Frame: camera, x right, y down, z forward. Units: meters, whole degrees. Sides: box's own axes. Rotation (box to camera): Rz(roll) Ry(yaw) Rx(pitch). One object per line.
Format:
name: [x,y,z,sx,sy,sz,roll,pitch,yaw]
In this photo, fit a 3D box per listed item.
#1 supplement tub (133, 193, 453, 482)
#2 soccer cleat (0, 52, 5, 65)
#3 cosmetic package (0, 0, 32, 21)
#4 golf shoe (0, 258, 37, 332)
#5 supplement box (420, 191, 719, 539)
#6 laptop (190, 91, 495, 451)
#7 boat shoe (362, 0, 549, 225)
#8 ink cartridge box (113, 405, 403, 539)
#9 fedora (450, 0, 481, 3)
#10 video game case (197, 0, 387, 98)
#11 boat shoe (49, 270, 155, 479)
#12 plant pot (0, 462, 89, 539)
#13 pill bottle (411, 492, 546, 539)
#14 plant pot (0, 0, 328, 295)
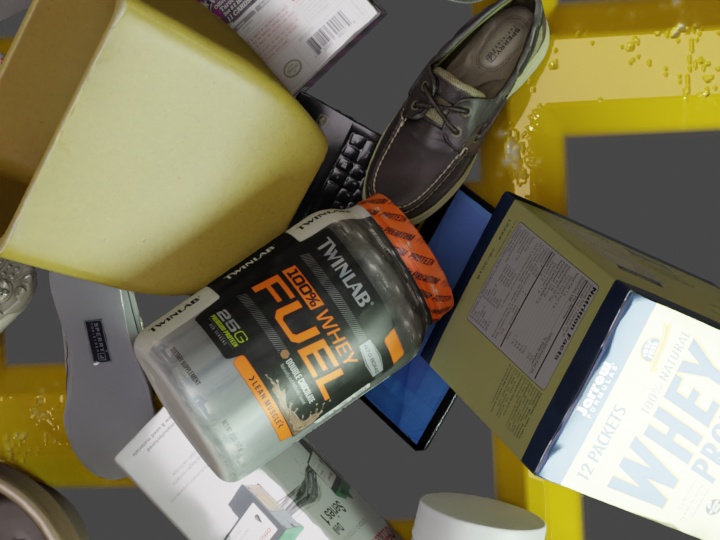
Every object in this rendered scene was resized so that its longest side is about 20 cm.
supplement tub: [-0.043,0.042,1.594,0.199,0.123,0.123,-35,88,-11]
soccer cleat: [-0.257,-0.122,1.763,0.198,0.069,0.078,10,93,13]
cosmetic package: [-0.287,-0.243,1.731,0.199,0.085,0.108,-24,62,11]
golf shoe: [-0.312,0.053,1.783,0.199,0.097,0.079,-31,54,18]
supplement box: [0.183,0.069,1.586,0.199,0.200,0.135,22,101,-27]
laptop: [0.000,0.000,1.700,0.199,0.103,0.178,29,99,-6]
boat shoe: [0.065,-0.121,1.663,0.073,0.065,0.201,29,73,15]
ink cartridge box: [-0.068,0.171,1.710,0.200,0.146,0.084,45,101,4]
fedora: [0.017,-0.269,1.665,0.090,0.177,0.201,-21,107,42]
video game case: [-0.111,-0.191,1.741,0.200,0.036,0.181,-43,86,12]
boat shoe: [-0.193,0.058,1.766,0.071,0.066,0.201,-7,115,8]
plant pot: [-0.278,0.228,1.742,0.198,0.175,0.202,1,95,11]
pill bottle: [0.071,0.271,1.707,0.113,0.114,0.202,12,97,10]
plant pot: [-0.141,-0.092,1.640,0.199,0.196,0.195,23,103,-26]
